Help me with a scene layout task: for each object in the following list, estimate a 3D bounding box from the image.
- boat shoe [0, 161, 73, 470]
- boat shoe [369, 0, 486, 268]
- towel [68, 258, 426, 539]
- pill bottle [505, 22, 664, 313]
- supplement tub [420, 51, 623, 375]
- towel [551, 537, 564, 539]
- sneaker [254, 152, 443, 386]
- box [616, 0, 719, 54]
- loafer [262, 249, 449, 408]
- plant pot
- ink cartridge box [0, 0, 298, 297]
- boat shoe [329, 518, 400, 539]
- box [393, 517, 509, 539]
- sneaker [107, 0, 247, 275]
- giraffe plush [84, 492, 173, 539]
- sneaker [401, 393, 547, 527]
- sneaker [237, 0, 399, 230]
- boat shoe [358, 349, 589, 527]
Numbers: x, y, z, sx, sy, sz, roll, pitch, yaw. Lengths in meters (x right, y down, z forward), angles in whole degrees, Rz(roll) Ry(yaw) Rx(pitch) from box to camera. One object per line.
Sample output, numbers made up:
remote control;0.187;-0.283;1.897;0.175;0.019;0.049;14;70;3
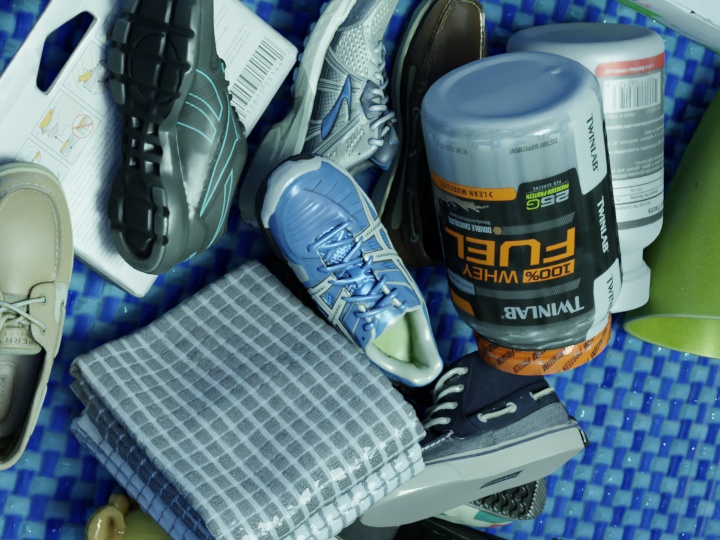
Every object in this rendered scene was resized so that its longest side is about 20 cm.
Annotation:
boat shoe;-0.218;0.030;1.370;0.072;0.065;0.200;4;115;-19
boat shoe;0.063;-0.099;1.546;0.075;0.075;0.203;5;99;-34
towel;-0.079;0.095;1.424;0.166;0.200;0.086;-35;148;-20
pill bottle;0.164;-0.075;1.595;0.116;0.116;0.200;-10;107;-31
supplement tub;0.113;-0.037;1.480;0.122;0.122;0.200;-27;123;-25
towel;0.069;0.257;1.521;0.200;0.018;0.086;-19;114;-32
sneaker;0.000;0.000;1.434;0.076;0.077;0.200;-42;130;-6
box;0.263;-0.268;1.624;0.200;0.097;0.177;20;91;-35
loafer;0.017;0.034;1.552;0.201;0.068;0.070;40;88;-30
plant pot;0.308;-0.041;1.678;0.187;0.187;0.200;16;77;-35
ink cartridge box;-0.158;-0.111;1.417;0.176;0.045;0.200;38;79;-34
boat shoe;-0.040;0.153;1.542;0.200;0.074;0.060;40;79;-36
box;0.109;0.283;1.640;0.200;0.124;0.149;23;88;-36
sneaker;-0.115;-0.099;1.390;0.079;0.075;0.200;-12;116;-46
giraffe plush;-0.117;0.225;1.482;0.200;0.173;0.162;-2;94;2
sneaker;0.033;0.144;1.578;0.200;0.093;0.070;22;59;-24
sneaker;-0.005;-0.108;1.482;0.200;0.085;0.077;-66;166;5
boat shoe;0.061;0.112;1.514;0.200;0.075;0.093;-11;66;-40
